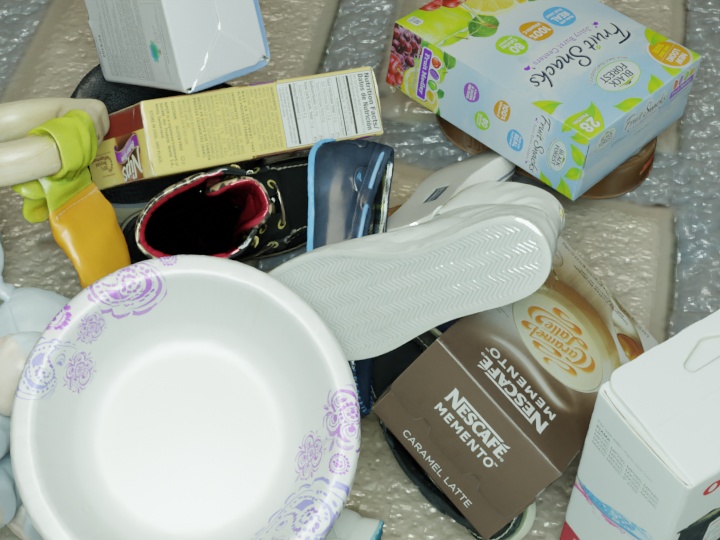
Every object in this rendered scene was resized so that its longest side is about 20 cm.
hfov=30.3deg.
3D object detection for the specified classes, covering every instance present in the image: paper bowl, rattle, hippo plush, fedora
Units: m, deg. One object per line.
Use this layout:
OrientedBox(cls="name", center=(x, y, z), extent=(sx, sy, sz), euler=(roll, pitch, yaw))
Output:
OrientedBox(cls="paper bowl", center=(-0.102, 0.101, 0.789), extent=(0.197, 0.104, 0.204), euler=(2, 73, -7))
OrientedBox(cls="rattle", center=(-0.269, -0.051, 0.941), extent=(0.196, 0.144, 0.131), euler=(-8, 40, 4))
OrientedBox(cls="hippo plush", center=(-0.226, 0.065, 0.906), extent=(0.200, 0.160, 0.161), euler=(-42, 49, -7))
OrientedBox(cls="fedora", center=(-0.174, -0.119, 1.091), extent=(0.197, 0.092, 0.203), euler=(0, 52, 0))

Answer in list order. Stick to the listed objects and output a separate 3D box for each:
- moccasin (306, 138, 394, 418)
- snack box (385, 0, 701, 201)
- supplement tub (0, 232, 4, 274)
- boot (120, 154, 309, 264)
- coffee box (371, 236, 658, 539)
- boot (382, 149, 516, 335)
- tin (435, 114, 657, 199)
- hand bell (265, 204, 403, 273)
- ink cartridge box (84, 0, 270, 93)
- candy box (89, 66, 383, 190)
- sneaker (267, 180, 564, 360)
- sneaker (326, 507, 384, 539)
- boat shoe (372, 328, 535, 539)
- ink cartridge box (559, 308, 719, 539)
OrientedBox(cls="moccasin", center=(0.000, 0.000, 0.918), extent=(0.067, 0.081, 0.204), euler=(-5, 76, 8))
OrientedBox(cls="snack box", center=(0.149, -0.164, 1.089), extent=(0.199, 0.068, 0.168), euler=(35, 50, 24))
OrientedBox(cls="supplement tub", center=(-0.359, -0.070, 1.029), extent=(0.130, 0.133, 0.201), euler=(-17, 53, -13))
OrientedBox(cls="boot", center=(-0.085, -0.044, 0.992), extent=(0.197, 0.151, 0.074), euler=(-14, 91, -10))
OrientedBox(cls="coffee box", center=(0.109, 0.070, 0.888), extent=(0.114, 0.080, 0.200), euler=(46, 36, 5))
OrientedBox(cls="boot", center=(0.081, -0.026, 1.045), extent=(0.072, 0.092, 0.200), euler=(-12, 17, 34))
OrientedBox(cls="tin", center=(0.158, -0.130, 1.140), extent=(0.198, 0.042, 0.113), euler=(23, 60, 17))
OrientedBox(cls="hand bell", center=(-0.021, 0.001, 1.018), extent=(0.103, 0.105, 0.200), euler=(32, 46, 22))
OrientedBox(cls="ink cartridge box", center=(-0.154, -0.213, 0.988), extent=(0.076, 0.139, 0.199), euler=(-21, 20, -28))
OrientedBox(cls="candy box", center=(-0.096, -0.108, 1.004), extent=(0.198, 0.116, 0.057), euler=(-13, 95, -33))
OrientedBox(cls="sneaker", center=(0.037, -0.002, 0.853), extent=(0.197, 0.075, 0.116), euler=(-12, 12, 21))
OrientedBox(cls="sneaker", center=(-0.053, 0.211, 0.823), extent=(0.080, 0.078, 0.200), euler=(16, 23, 16))
OrientedBox(cls="boat shoe", center=(0.045, 0.103, 0.925), extent=(0.074, 0.066, 0.201), euler=(-40, 59, 21))
OrientedBox(cls="ink cartridge box", center=(0.213, 0.123, 0.837), extent=(0.144, 0.201, 0.083), euler=(-27, 57, -20))
